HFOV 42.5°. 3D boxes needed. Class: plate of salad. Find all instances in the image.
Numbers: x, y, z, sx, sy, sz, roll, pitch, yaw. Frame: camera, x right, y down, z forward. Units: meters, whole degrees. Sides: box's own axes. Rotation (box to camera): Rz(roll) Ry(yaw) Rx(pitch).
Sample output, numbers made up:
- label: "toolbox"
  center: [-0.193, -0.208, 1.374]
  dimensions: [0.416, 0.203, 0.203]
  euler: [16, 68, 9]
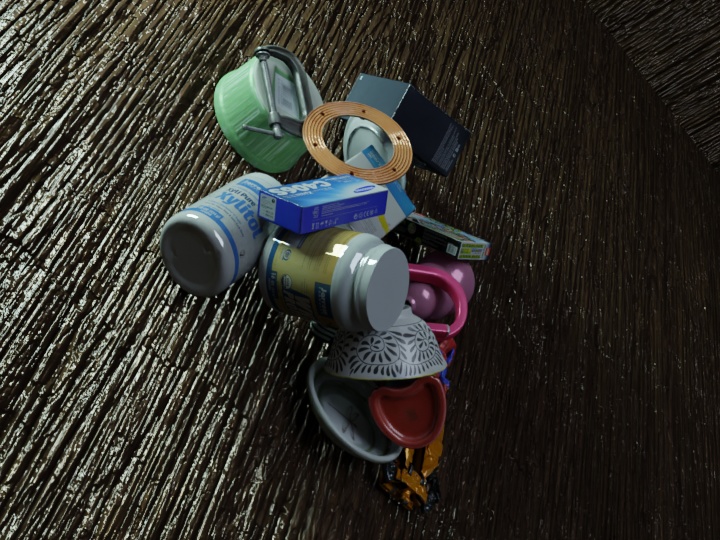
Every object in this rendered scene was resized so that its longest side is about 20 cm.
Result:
- label: "plate of salad"
  center: [0.031, -0.204, 1.729]
  dimensions: [0.047, 0.200, 0.204]
  euler: [-18, 80, -30]

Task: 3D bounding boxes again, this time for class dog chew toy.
- label: "dog chew toy"
  center: [0.135, 0.036, 1.755]
  dimensions: [0.199, 0.124, 0.126]
  euler: [-26, 87, -53]

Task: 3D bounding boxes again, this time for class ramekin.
- label: "ramekin"
  center: [-0.153, -0.286, 1.643]
  dimensions: [0.198, 0.097, 0.204]
  euler: [28, 48, -36]

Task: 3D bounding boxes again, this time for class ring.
- label: "ring"
  center: [-0.005, -0.216, 1.588]
  dimensions: [0.196, 0.019, 0.203]
  euler: [10, 49, -11]

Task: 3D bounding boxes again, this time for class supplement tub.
- label: "supplement tub"
  center: [-0.200, -0.057, 1.417]
  dimensions: [0.133, 0.131, 0.200]
  euler: [55, 38, -6]
- label: "supplement tub"
  center: [-0.040, 0.009, 1.391]
  dimensions: [0.144, 0.197, 0.148]
  euler: [-26, 122, -51]

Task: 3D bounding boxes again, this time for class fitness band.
- label: "fitness band"
  center: [0.097, 0.053, 1.630]
  dimensions: [0.195, 0.038, 0.146]
  euler: [8, 53, -16]

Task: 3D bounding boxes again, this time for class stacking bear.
- label: "stacking bear"
  center: [0.087, 0.200, 1.522]
  dimensions: [0.200, 0.119, 0.116]
  euler: [-70, 143, -75]

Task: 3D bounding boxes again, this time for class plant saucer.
- label: "plant saucer"
  center: [-0.018, 0.233, 1.486]
  dimensions: [0.199, 0.050, 0.202]
  euler: [37, 25, -20]

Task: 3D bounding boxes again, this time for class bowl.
- label: "bowl"
  center: [0.039, 0.105, 1.463]
  dimensions: [0.199, 0.198, 0.097]
  euler: [-10, 101, -51]

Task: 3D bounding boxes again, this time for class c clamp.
- label: "c clamp"
  center: [-0.137, -0.304, 1.569]
  dimensions: [0.169, 0.027, 0.204]
  euler: [16, 57, -44]

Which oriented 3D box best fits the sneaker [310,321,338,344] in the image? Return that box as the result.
- label: "sneaker"
  center: [0.001, 0.088, 1.609]
  dimensions: [0.198, 0.075, 0.117]
  euler: [32, 42, -32]

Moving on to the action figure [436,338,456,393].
- label: "action figure"
  center: [0.147, 0.171, 1.748]
  dimensions: [0.066, 0.051, 0.202]
  euler: [51, 33, -22]

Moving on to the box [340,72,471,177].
- label: "box"
  center: [0.084, -0.289, 1.834]
  dimensions: [0.181, 0.199, 0.105]
  euler: [31, 89, -33]

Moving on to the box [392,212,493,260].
- label: "box"
  center: [0.148, -0.069, 1.802]
  dimensions: [0.109, 0.198, 0.035]
  euler: [0, 109, -49]

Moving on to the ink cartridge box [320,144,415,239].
- label: "ink cartridge box"
  center: [-0.031, -0.098, 1.626]
  dimensions: [0.146, 0.146, 0.200]
  euler: [55, 38, -4]

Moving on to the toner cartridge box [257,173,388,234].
- label: "toner cartridge box"
  center: [-0.055, -0.104, 1.417]
  dimensions: [0.198, 0.094, 0.044]
  euler: [-17, 123, -48]

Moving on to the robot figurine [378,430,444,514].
- label: "robot figurine"
  center: [0.087, 0.315, 1.576]
  dimensions: [0.145, 0.058, 0.202]
  euler: [44, 40, -21]
